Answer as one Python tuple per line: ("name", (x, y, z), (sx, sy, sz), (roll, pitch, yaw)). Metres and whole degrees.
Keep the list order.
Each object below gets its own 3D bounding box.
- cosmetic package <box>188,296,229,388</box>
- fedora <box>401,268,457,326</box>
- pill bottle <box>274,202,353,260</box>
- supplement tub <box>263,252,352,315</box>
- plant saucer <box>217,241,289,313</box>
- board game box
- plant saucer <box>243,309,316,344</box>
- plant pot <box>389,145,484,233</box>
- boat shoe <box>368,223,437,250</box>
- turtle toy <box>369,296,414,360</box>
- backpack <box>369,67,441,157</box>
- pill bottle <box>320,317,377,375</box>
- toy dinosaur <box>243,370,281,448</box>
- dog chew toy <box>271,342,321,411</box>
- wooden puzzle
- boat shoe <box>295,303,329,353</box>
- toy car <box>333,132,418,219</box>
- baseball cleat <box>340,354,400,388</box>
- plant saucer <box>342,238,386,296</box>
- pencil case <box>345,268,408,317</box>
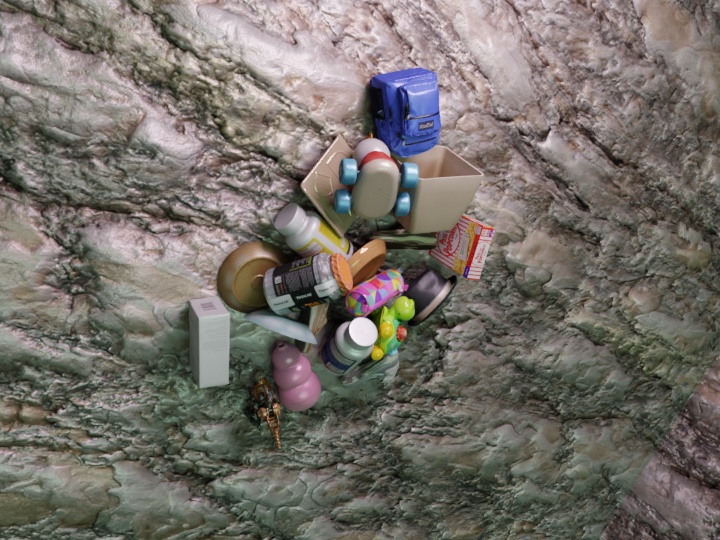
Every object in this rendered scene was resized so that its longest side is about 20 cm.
("cosmetic package", (-0.380, 0.180, 1.570), (0.081, 0.113, 0.201), (-7, 116, -26))
("fedora", (0.185, 0.067, 1.820), (0.092, 0.201, 0.201), (42, 88, -5))
("pill bottle", (-0.121, -0.083, 1.596), (0.111, 0.111, 0.200), (-51, 125, -1))
("supplement tub", (-0.128, 0.030, 1.545), (0.200, 0.123, 0.123), (-17, 124, 16))
("plant saucer", (-0.266, 0.025, 1.610), (0.200, 0.035, 0.201), (-11, 115, -24))
("board game box", (0.282, -0.080, 1.762), (0.046, 0.200, 0.152), (6, 107, -30))
("plant saucer", (-0.199, 0.136, 1.601), (0.201, 0.201, 0.039), (22, 87, -34))
("plant pot", (0.176, -0.209, 1.665), (0.200, 0.200, 0.177), (-8, 125, -25))
("boat shoe", (0.117, -0.101, 1.755), (0.202, 0.075, 0.075), (3, 74, -22))
("turtle toy", (0.083, 0.159, 1.771), (0.101, 0.146, 0.200), (15, 115, -20))
("backpack", (0.118, -0.385, 1.565), (0.162, 0.168, 0.200), (-13, 120, -16))
("pill bottle", (-0.030, 0.204, 1.711), (0.111, 0.111, 0.200), (-4, 155, -27))
("toy dinosaur", (-0.259, 0.379, 1.700), (0.102, 0.136, 0.201), (8, 65, -15))
("dog chew toy", (-0.185, 0.287, 1.718), (0.124, 0.125, 0.200), (-26, 115, -17))
("wooden puzzle", (-0.059, -0.214, 1.590), (0.185, 0.046, 0.200), (50, 58, -34))
("boat shoe", (-0.124, 0.137, 1.713), (0.072, 0.076, 0.200), (4, 111, -33))
("toy car", (0.027, -0.249, 1.558), (0.184, 0.200, 0.177), (2, 137, -11))
("baseball cleat", (0.037, 0.315, 1.879), (0.200, 0.070, 0.107), (-29, 121, -14))
("plant saucer", (0.000, 0.000, 1.670), (0.200, 0.037, 0.200), (-42, 164, -14))
("pencil case", (0.045, 0.059, 1.718), (0.200, 0.088, 0.089), (-29, 126, -47))
